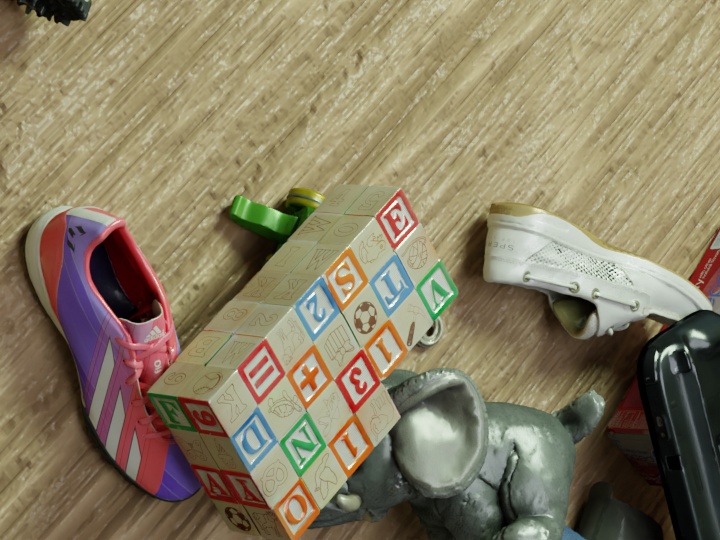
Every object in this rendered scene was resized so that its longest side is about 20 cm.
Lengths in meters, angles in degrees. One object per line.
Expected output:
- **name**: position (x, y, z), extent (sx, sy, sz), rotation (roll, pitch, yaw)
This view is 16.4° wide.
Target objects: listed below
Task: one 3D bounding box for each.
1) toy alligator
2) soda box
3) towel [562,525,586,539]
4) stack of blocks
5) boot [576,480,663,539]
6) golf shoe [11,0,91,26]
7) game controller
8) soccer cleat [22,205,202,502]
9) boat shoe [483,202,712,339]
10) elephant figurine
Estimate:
- **toy alligator**: position (0.000, 0.000, 1.625), extent (0.200, 0.054, 0.060), rotation (32, 71, -35)
- **soda box**: position (0.261, 0.062, 1.835), extent (0.070, 0.063, 0.200), rotation (48, 63, -29)
- **towel**: position (0.165, 0.260, 1.692), extent (0.200, 0.048, 0.112), rotation (39, 62, -13)
- **stack of blocks**: position (-0.027, 0.054, 1.527), extent (0.200, 0.058, 0.115), rotation (-48, 124, -31)
- **boot**: position (0.212, 0.258, 1.791), extent (0.200, 0.077, 0.139), rotation (43, 60, -32)
- **golf shoe**: position (-0.204, -0.235, 1.444), extent (0.095, 0.078, 0.200), rotation (-51, 120, -28)
- **game controller**: position (0.248, 0.131, 1.766), extent (0.104, 0.042, 0.201), rotation (-31, 111, -50)
- **soccer cleat**: position (-0.135, 0.053, 1.501), extent (0.068, 0.073, 0.201), rotation (-35, 111, -34)
- **boat shoe**: position (0.161, 0.015, 1.753), extent (0.199, 0.071, 0.070), rotation (23, 79, -31)
- **elephant figurine**: position (0.035, 0.119, 1.617), extent (0.200, 0.141, 0.156), rotation (34, 39, -18)
